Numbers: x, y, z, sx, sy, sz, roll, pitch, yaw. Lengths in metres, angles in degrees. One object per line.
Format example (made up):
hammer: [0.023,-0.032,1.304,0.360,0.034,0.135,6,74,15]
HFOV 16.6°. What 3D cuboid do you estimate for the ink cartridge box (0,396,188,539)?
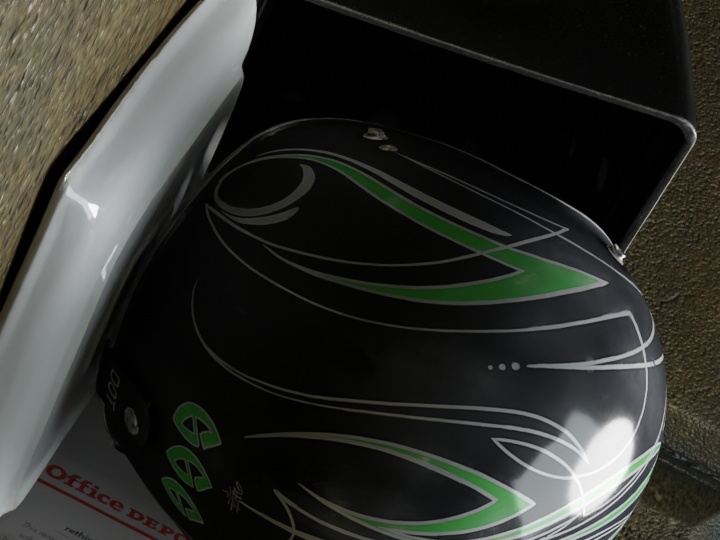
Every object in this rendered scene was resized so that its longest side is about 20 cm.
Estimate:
ink cartridge box: [-0.122,0.146,1.011,0.067,0.116,0.200,-64,178,36]

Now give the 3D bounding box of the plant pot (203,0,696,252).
plant pot: [0.039,-0.103,1.155,0.200,0.200,0.178,115,-11,-52]

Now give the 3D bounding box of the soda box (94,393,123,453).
soda box: [-0.102,0.133,1.236,0.068,0.063,0.200,-63,156,-25]

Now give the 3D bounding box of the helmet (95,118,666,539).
helmet: [0.018,0.049,0.955,0.200,0.190,0.200,-50,157,-30]

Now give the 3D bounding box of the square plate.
square plate: [-0.098,0.000,0.935,0.200,0.028,0.198,-63,178,34]
